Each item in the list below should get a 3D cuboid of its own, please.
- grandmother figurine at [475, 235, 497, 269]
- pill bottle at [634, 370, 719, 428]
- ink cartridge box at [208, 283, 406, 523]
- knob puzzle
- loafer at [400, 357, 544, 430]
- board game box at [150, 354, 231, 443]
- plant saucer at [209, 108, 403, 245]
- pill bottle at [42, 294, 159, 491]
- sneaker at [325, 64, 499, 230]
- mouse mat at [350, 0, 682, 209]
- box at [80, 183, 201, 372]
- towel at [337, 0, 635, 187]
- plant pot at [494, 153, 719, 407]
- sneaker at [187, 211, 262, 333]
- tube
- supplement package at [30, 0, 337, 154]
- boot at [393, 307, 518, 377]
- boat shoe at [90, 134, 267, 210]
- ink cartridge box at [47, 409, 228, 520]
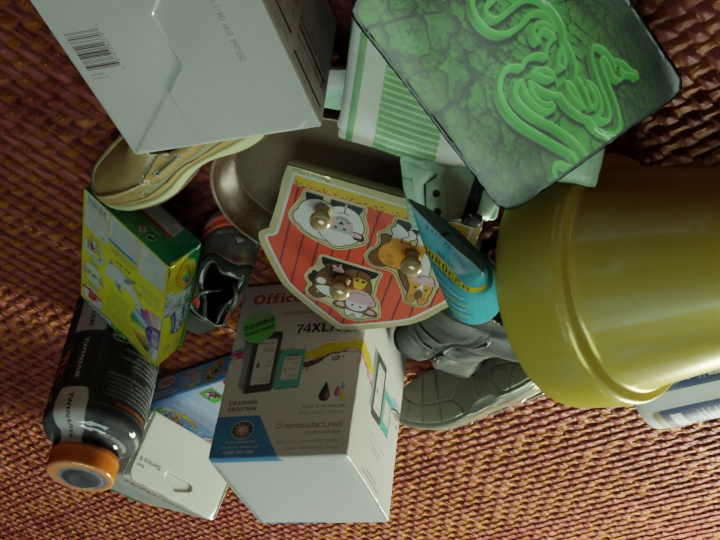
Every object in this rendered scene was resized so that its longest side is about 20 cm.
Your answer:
[{"bbox_3d":[0.150,-0.003,1.029,0.197,0.061,0.122,17,145,-8],"label":"grandmother figurine"},{"bbox_3d":[0.358,0.077,1.050,0.198,0.113,0.111,-18,138,33],"label":"pill bottle"},{"bbox_3d":[-0.046,0.133,1.133,0.144,0.203,0.147,-5,142,18],"label":"ink cartridge box"},{"bbox_3d":[0.000,0.000,1.000,0.215,0.031,0.222,8,140,7],"label":"knob puzzle"},{"bbox_3d":[0.130,0.139,1.227,0.198,0.073,0.063,-23,142,33],"label":"loafer"},{"bbox_3d":[-0.157,0.166,1.347,0.198,0.037,0.151,-20,137,34],"label":"board game box"},{"bbox_3d":[-0.033,-0.077,0.978,0.196,0.035,0.202,5,144,4],"label":"plant saucer"},{"bbox_3d":[-0.271,0.126,1.168,0.104,0.203,0.107,5,146,3],"label":"pill bottle"},{"bbox_3d":[0.027,-0.093,0.861,0.197,0.074,0.120,10,102,-5],"label":"sneaker"},{"bbox_3d":[0.109,-0.154,0.767,0.160,0.008,0.200,-35,113,17],"label":"mouse mat"},{"bbox_3d":[-0.216,0.008,1.072,0.117,0.048,0.201,41,143,14],"label":"box"},{"bbox_3d":[0.088,-0.148,0.795,0.196,0.023,0.155,8,111,-3],"label":"towel"},{"bbox_3d":[0.235,0.000,0.857,0.187,0.204,0.200,-11,143,46],"label":"plant pot"},{"bbox_3d":[-0.153,0.022,1.099,0.076,0.083,0.201,16,144,-12],"label":"sneaker"},{"bbox_3d":[0.080,-0.002,0.872,0.077,0.051,0.200,40,177,18],"label":"tube"},{"bbox_3d":[-0.122,-0.195,0.758,0.153,0.112,0.201,-5,143,18],"label":"supplement package"},{"bbox_3d":[0.142,0.073,1.138,0.198,0.070,0.132,27,144,-6],"label":"boot"},{"bbox_3d":[-0.164,-0.109,0.911,0.198,0.073,0.076,-27,163,31],"label":"boat shoe"},{"bbox_3d":[-0.270,0.233,1.374,0.145,0.089,0.198,37,157,-35],"label":"ink cartridge box"}]
